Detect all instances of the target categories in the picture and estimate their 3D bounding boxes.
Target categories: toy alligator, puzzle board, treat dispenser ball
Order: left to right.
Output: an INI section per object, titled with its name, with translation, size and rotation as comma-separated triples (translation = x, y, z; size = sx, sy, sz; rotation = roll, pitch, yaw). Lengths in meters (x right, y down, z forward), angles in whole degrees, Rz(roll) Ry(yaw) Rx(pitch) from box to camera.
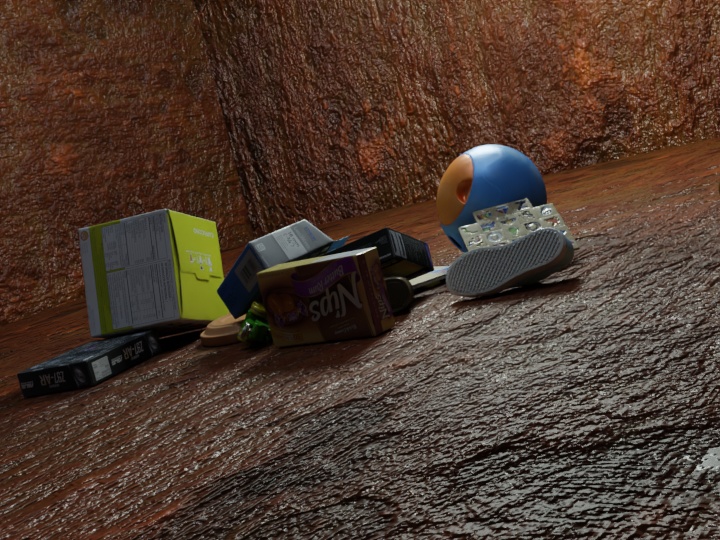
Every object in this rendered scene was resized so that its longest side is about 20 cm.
[toy alligator]
translation = -0.158, 0.092, 1.577
size = 0.053, 0.060, 0.200
rotation = 26, 3, -6
[puzzle board]
translation = 0.083, 0.020, 1.786
size = 0.148, 0.018, 0.199
rotation = -17, 7, -27
[treat dispenser ball]
translation = 0.233, -0.121, 1.793
size = 0.197, 0.205, 0.201
rotation = -14, 6, 2

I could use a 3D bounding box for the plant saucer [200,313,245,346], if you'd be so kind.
[plant saucer]
translation = -0.185, 0.087, 1.755
size = 0.196, 0.033, 0.200
rotation = -16, 7, 2

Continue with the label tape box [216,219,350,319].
[label tape box]
translation = -0.130, -0.012, 1.695
size = 0.198, 0.064, 0.145
rotation = -26, -17, -45

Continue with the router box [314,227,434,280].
[router box]
translation = 0.000, 0.000, 1.637
size = 0.197, 0.053, 0.156
rotation = -22, -17, 25

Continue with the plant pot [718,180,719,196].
[plant pot]
translation = 0.441, -0.059, 0.904
size = 0.191, 0.199, 0.199
rotation = -17, 0, -24

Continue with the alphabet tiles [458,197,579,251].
[alphabet tiles]
translation = 0.251, -0.051, 1.611
size = 0.163, 0.006, 0.201
rotation = -15, 36, -1

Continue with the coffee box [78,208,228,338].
[coffee box]
translation = -0.381, 0.013, 1.881
size = 0.194, 0.205, 0.199
rotation = -12, -8, 18

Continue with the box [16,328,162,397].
[box]
translation = -0.462, 0.157, 1.731
size = 0.157, 0.044, 0.199
rotation = -12, 7, 25

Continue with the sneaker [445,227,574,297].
[sneaker]
translation = 0.224, 0.001, 1.480
size = 0.197, 0.075, 0.082
rotation = -17, -26, 30

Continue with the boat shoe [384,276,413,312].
[boat shoe]
translation = -0.014, 0.050, 1.554
size = 0.195, 0.074, 0.068
rotation = -4, 3, 9

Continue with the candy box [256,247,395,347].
[candy box]
translation = -0.052, 0.041, 1.460
size = 0.197, 0.119, 0.056
rotation = -8, 9, 39
